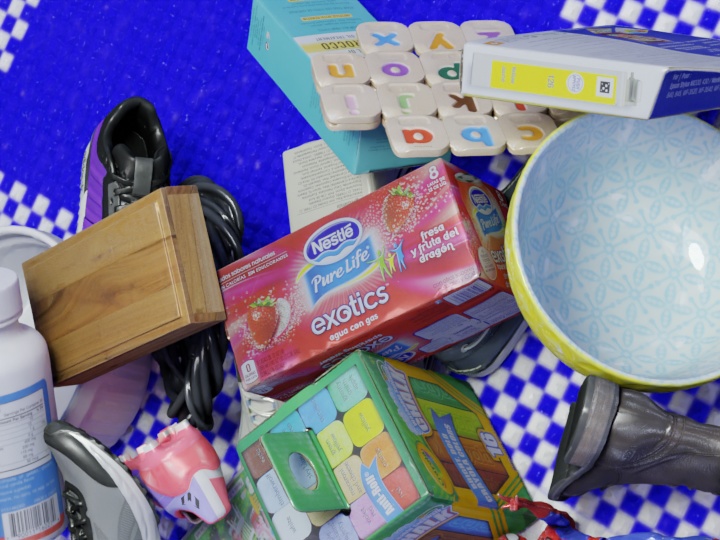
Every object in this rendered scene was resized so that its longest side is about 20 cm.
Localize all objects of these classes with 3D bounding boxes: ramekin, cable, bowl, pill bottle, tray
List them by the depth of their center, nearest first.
[{"bbox_3d":[0.182,-0.001,1.473,0.108,0.199,0.201,123,139,-65],"label":"bowl"},{"bbox_3d":[-0.177,0.014,1.589,0.200,0.037,0.099,-24,76,50],"label":"tray"},{"bbox_3d":[-0.282,0.104,1.616,0.112,0.112,0.201,7,110,34],"label":"pill bottle"},{"bbox_3d":[-0.122,0.029,1.675,0.163,0.050,0.201,125,145,-47],"label":"cable"},{"bbox_3d":[-0.262,0.071,1.765,0.199,0.105,0.202,-8,75,33],"label":"ramekin"}]

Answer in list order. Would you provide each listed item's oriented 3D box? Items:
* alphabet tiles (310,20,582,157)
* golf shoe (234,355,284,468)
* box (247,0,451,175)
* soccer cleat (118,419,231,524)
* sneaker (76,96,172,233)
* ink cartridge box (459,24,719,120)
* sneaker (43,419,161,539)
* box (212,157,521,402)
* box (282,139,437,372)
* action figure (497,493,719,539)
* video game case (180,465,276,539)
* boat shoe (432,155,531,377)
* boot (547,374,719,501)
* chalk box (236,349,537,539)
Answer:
[{"bbox_3d":[0.067,-0.129,1.547,0.196,0.199,0.015,-107,18,-56],"label":"alphabet tiles"},{"bbox_3d":[-0.072,0.094,1.638,0.078,0.097,0.201,-4,79,26],"label":"golf shoe"},{"bbox_3d":[-0.009,-0.145,1.622,0.200,0.082,0.049,51,141,47],"label":"box"},{"bbox_3d":[-0.142,0.160,1.642,0.066,0.200,0.077,-30,89,-17],"label":"soccer cleat"},{"bbox_3d":[-0.179,-0.047,1.673,0.100,0.069,0.201,127,143,-54],"label":"sneaker"},{"bbox_3d":[0.202,-0.130,1.448,0.199,0.197,0.047,14,106,35],"label":"ink cartridge box"},{"bbox_3d":[-0.188,0.201,1.605,0.079,0.201,0.074,-31,21,-20],"label":"sneaker"},{"bbox_3d":[0.009,0.013,1.521,0.199,0.100,0.096,-26,66,23],"label":"box"},{"bbox_3d":[0.000,0.000,1.629,0.082,0.068,0.201,-15,72,29],"label":"box"},{"bbox_3d":[0.167,0.193,1.463,0.199,0.099,0.066,2,80,36],"label":"action figure"},{"bbox_3d":[-0.075,0.252,1.608,0.200,0.022,0.183,-50,55,40],"label":"video game case"},{"bbox_3d":[0.110,-0.016,1.564,0.073,0.062,0.201,34,99,34],"label":"boat shoe"},{"bbox_3d":[0.218,0.133,1.434,0.173,0.200,0.070,15,75,3],"label":"boot"},{"bbox_3d":[0.008,0.144,1.512,0.124,0.200,0.125,-38,62,20],"label":"chalk box"}]
